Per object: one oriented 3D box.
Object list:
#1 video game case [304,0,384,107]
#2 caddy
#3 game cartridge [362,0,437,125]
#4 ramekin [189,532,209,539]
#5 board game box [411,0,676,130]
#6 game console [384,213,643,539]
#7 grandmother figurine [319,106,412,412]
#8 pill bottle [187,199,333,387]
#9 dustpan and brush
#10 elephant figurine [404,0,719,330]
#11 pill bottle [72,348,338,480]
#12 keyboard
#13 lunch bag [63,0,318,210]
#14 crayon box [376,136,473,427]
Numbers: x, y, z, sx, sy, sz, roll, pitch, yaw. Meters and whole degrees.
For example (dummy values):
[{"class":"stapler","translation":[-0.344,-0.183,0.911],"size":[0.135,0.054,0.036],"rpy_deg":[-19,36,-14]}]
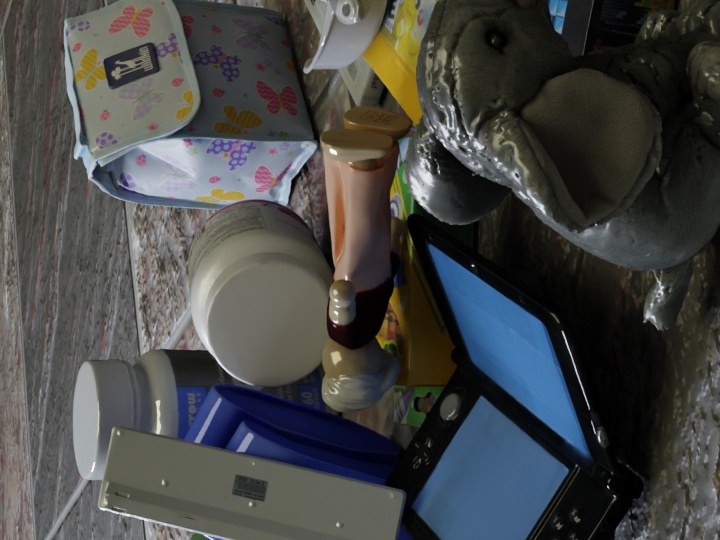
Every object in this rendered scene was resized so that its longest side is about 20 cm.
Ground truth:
[{"class":"video game case","translation":[0.003,-0.259,1.136],"size":[0.200,0.022,0.183],"rpy_deg":[-113,34,-46]},{"class":"caddy","translation":[-0.045,0.162,1.011],"size":[0.105,0.199,0.141],"rpy_deg":[-66,28,6]},{"class":"game cartridge","translation":[0.055,-0.192,0.862],"size":[0.176,0.032,0.201],"rpy_deg":[-121,38,-55]},{"class":"ramekin","translation":[-0.108,0.310,1.128],"size":[0.200,0.097,0.200],"rpy_deg":[57,173,11]},{"class":"board game box","translation":[0.103,-0.140,0.857],"size":[0.200,0.056,0.166],"rpy_deg":[-142,58,-61]},{"class":"game console","translation":[0.062,0.089,0.844],"size":[0.176,0.116,0.200],"rpy_deg":[-58,28,4]},{"class":"grandmother figurine","translation":[0.000,0.000,0.917],"size":[0.060,0.121,0.201],"rpy_deg":[17,120,24]},{"class":"pill bottle","translation":[-0.077,0.016,1.127],"size":[0.200,0.113,0.114],"rpy_deg":[-119,35,-74]},{"class":"dustpan and brush","translation":[-0.012,-0.180,0.910],"size":[0.200,0.057,0.140],"rpy_deg":[-132,49,-61]},{"class":"elephant figurine","translation":[0.081,-0.074,0.680],"size":[0.142,0.199,0.156],"rpy_deg":[-56,42,46]},{"class":"pill bottle","translation":[-0.129,0.122,1.182],"size":[0.114,0.199,0.114],"rpy_deg":[-178,90,-66]},{"class":"keyboard","translation":[-0.072,0.147,0.924],"size":[0.011,0.199,0.057],"rpy_deg":[38,-116,-78]},{"class":"lunch bag","translation":[-0.155,-0.150,1.266],"size":[0.127,0.199,0.170],"rpy_deg":[120,145,-47]},{"class":"crayon box","translation":[0.030,0.012,1.016],"size":[0.126,0.051,0.201],"rpy_deg":[175,96,-66]}]
